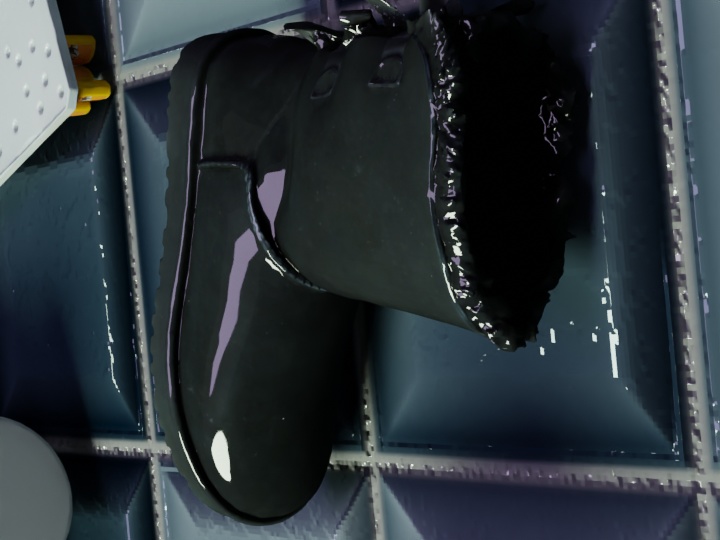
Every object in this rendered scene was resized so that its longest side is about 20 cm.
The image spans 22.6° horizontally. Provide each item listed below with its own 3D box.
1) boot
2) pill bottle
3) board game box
[{"bbox_3d":[0.001,0.001,0.613,0.162,0.073,0.198,5,98,50],"label":"boot"},{"bbox_3d":[-0.220,0.133,0.893,0.200,0.111,0.111,-28,72,52],"label":"pill bottle"},{"bbox_3d":[-0.196,-0.132,0.897,0.200,0.026,0.200,-34,67,51],"label":"board game box"}]
